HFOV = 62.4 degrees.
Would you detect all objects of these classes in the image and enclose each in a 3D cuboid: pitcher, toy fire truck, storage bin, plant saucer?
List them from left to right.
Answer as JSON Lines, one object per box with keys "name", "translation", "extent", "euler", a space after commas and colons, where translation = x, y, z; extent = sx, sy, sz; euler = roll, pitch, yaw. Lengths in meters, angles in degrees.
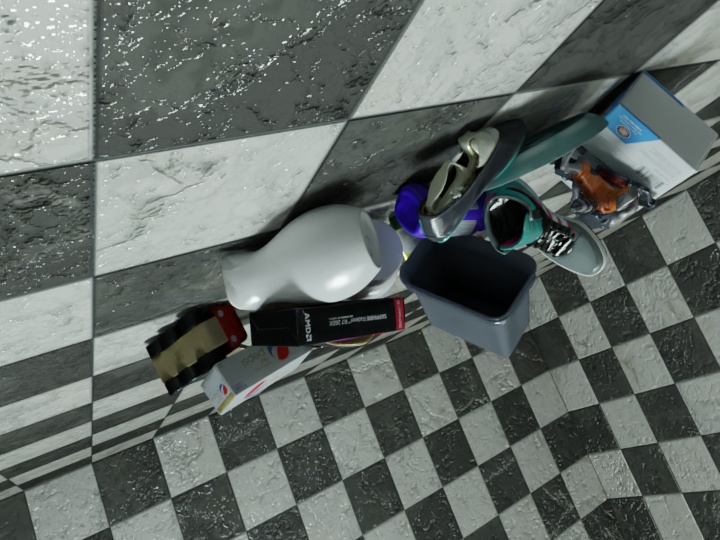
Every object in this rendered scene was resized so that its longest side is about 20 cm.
{"name": "toy fire truck", "translation": [-0.253, 0.135, 1.075], "extent": [0.174, 0.131, 0.199], "euler": [-33, 177, 35]}
{"name": "pitcher", "translation": [-0.065, -0.008, 0.815], "extent": [0.195, 0.125, 0.171], "euler": [-18, 169, 17]}
{"name": "storage bin", "translation": [0.179, 0.035, 0.933], "extent": [0.146, 0.197, 0.136], "euler": [-50, 140, -23]}
{"name": "plant saucer", "translation": [0.246, -0.170, 0.833], "extent": [0.196, 0.028, 0.200], "euler": [-29, -172, 4]}

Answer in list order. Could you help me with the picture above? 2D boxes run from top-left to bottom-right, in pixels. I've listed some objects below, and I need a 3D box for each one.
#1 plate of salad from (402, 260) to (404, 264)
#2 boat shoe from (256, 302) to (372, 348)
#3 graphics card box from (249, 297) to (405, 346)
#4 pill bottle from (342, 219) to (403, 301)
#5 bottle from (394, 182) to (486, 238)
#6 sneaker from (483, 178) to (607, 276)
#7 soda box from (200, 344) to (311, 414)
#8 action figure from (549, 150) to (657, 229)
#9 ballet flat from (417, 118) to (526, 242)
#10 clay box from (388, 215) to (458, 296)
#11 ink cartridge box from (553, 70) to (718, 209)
{"name": "plate of salad", "translation": [0.062, -0.003, 1.250], "extent": [0.195, 0.049, 0.200], "euler": [-23, 168, -5]}
{"name": "boat shoe", "translation": [-0.074, 0.089, 0.981], "extent": [0.193, 0.076, 0.065], "euler": [10, 159, 2]}
{"name": "graphics card box", "translation": [-0.044, 0.071, 0.840], "extent": [0.196, 0.053, 0.123], "euler": [-2, 177, -43]}
{"name": "pill bottle", "translation": [0.000, 0.000, 0.980], "extent": [0.110, 0.116, 0.200], "euler": [-19, 168, -19]}
{"name": "bottle", "translation": [0.146, -0.092, 0.900], "extent": [0.195, 0.084, 0.067], "euler": [-5, 130, -36]}
{"name": "sneaker", "translation": [0.247, -0.051, 0.823], "extent": [0.120, 0.198, 0.085], "euler": [-33, 158, -52]}
{"name": "soda box", "translation": [-0.176, 0.167, 1.030], "extent": [0.198, 0.064, 0.068], "euler": [-25, 161, -52]}
{"name": "action figure", "translation": [0.333, -0.119, 0.894], "extent": [0.107, 0.197, 0.193], "euler": [-61, 153, 2]}
{"name": "ballet flat", "translation": [0.140, -0.130, 0.766], "extent": [0.202, 0.072, 0.073], "euler": [-52, 168, -2]}
{"name": "clay box", "translation": [0.133, -0.022, 1.021], "extent": [0.112, 0.048, 0.203], "euler": [-24, 125, 2]}
{"name": "ink cartridge box", "translation": [0.417, -0.182, 0.925], "extent": [0.084, 0.144, 0.200], "euler": [-47, 176, -20]}
